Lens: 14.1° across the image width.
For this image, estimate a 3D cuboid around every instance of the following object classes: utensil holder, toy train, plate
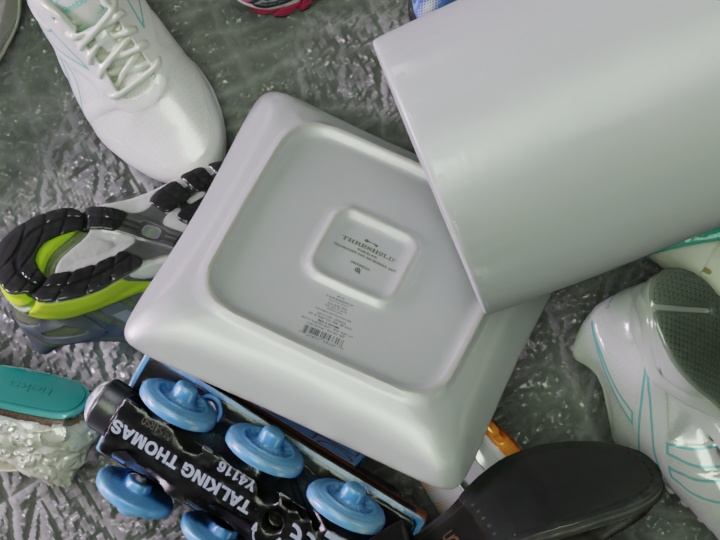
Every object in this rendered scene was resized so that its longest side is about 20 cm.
[{"bbox_3d":[0.126,-0.086,1.508,0.199,0.170,0.170,-23,85,2],"label":"utensil holder"},{"bbox_3d":[-0.056,0.114,1.592,0.200,0.114,0.087,30,109,7],"label":"toy train"},{"bbox_3d":[0.000,0.000,1.576,0.199,0.032,0.200,25,54,5],"label":"plate"}]

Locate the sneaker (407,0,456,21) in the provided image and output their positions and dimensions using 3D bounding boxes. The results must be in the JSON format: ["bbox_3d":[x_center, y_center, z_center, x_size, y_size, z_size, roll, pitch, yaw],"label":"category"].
[{"bbox_3d":[0.116,-0.185,1.605,0.200,0.079,0.089,-31,82,4],"label":"sneaker"}]

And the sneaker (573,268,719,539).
[{"bbox_3d":[0.189,0.095,1.587,0.080,0.070,0.201,-22,100,45],"label":"sneaker"}]

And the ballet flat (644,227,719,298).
[{"bbox_3d":[0.219,-0.017,1.588,0.199,0.067,0.071,-5,82,6],"label":"ballet flat"}]

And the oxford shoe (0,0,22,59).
[{"bbox_3d":[-0.258,-0.088,1.657,0.075,0.058,0.200,28,92,5],"label":"oxford shoe"}]

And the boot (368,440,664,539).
[{"bbox_3d":[0.086,0.193,1.555,0.199,0.069,0.174,-24,125,0],"label":"boot"}]

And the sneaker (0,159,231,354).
[{"bbox_3d":[-0.107,-0.004,1.630,0.199,0.081,0.074,-11,58,-11],"label":"sneaker"}]

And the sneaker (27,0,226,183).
[{"bbox_3d":[-0.147,-0.133,1.634,0.070,0.080,0.201,-35,85,2],"label":"sneaker"}]

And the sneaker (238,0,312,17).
[{"bbox_3d":[-0.003,-0.228,1.623,0.081,0.075,0.200,35,91,7],"label":"sneaker"}]

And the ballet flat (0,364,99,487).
[{"bbox_3d":[-0.242,0.075,1.643,0.199,0.072,0.072,19,90,14],"label":"ballet flat"}]

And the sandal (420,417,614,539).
[{"bbox_3d":[0.075,0.126,1.594,0.059,0.079,0.207,-45,85,1],"label":"sandal"}]
